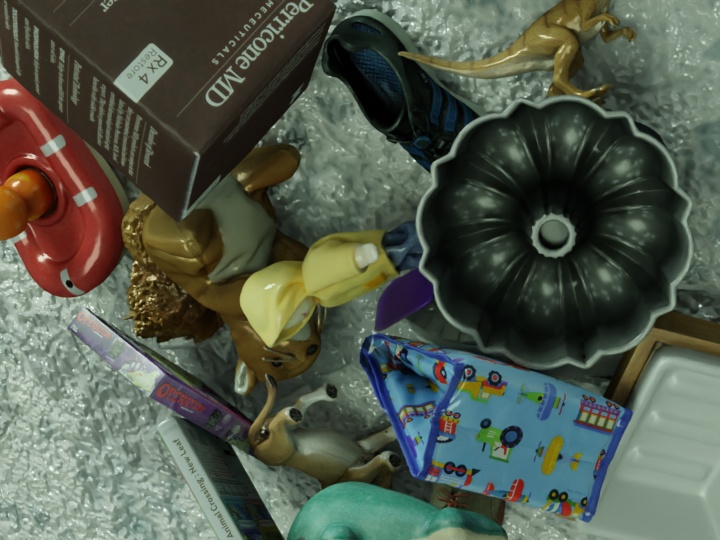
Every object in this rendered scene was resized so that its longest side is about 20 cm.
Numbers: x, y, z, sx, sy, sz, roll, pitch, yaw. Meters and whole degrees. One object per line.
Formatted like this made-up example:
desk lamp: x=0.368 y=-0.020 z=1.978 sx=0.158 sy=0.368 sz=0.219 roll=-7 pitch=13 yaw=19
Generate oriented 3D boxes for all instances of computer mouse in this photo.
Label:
computer mouse: x=0.220 y=-0.028 z=1.195 sx=0.058 sy=0.034 sz=0.202 roll=9 pitch=126 yaw=28

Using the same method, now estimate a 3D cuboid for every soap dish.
soap dish: x=0.255 y=0.126 z=1.197 sx=0.156 sy=0.082 sz=0.201 roll=13 pitch=125 yaw=-9

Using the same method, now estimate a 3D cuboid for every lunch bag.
lunch bag: x=0.091 y=0.098 z=1.191 sx=0.149 sy=0.200 sz=0.095 roll=17 pitch=100 yaw=-20

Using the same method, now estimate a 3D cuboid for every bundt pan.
bundt pan: x=0.141 y=-0.034 z=1.128 sx=0.199 sy=0.076 sz=0.204 roll=2 pitch=105 yaw=7

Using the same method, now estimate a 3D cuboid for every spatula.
spatula: x=0.100 y=0.002 z=1.251 sx=0.198 sy=0.057 sz=0.021 roll=-16 pitch=128 yaw=18

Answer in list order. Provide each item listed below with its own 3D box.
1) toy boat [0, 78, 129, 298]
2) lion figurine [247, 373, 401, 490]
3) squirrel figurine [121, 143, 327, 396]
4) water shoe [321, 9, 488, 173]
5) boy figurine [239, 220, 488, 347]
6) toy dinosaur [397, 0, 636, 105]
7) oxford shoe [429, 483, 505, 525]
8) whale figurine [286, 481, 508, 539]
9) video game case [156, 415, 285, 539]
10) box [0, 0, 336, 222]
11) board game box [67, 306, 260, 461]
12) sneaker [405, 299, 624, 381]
toy boat: x=-0.298 y=-0.063 z=1.373 sx=0.130 sy=0.131 sz=0.201 roll=-25 pitch=103 yaw=35
lion figurine: x=-0.037 y=0.163 z=1.372 sx=0.199 sy=0.073 sz=0.122 roll=35 pitch=133 yaw=-22
squirrel figurine: x=-0.116 y=0.010 z=1.340 sx=0.199 sy=0.142 sz=0.188 roll=-1 pitch=127 yaw=43
water shoe: x=0.045 y=-0.112 z=1.204 sx=0.200 sy=0.079 sz=0.071 roll=45 pitch=127 yaw=-2
boy figurine: x=0.000 y=0.000 z=1.213 sx=0.198 sy=0.124 sz=0.065 roll=-21 pitch=81 yaw=0
toy dinosaur: x=0.140 y=-0.166 z=1.150 sx=0.199 sy=0.060 sz=0.107 roll=-30 pitch=82 yaw=26
oxford shoe: x=0.096 y=0.179 z=1.336 sx=0.070 sy=0.075 sz=0.202 roll=12 pitch=120 yaw=21
whale figurine: x=0.026 y=0.220 z=1.288 sx=0.199 sy=0.158 sz=0.105 roll=-25 pitch=59 yaw=39
video game case: x=-0.105 y=0.215 z=1.348 sx=0.022 sy=0.200 sz=0.183 roll=-31 pitch=79 yaw=1
box: x=-0.153 y=-0.179 z=1.181 sx=0.200 sy=0.166 sz=0.164 roll=40 pitch=161 yaw=2
board game box: x=-0.161 y=0.104 z=1.356 sx=0.120 sy=0.200 sz=0.032 roll=39 pitch=88 yaw=35
sneaker: x=0.127 y=0.054 z=1.260 sx=0.198 sy=0.077 sz=0.081 roll=9 pitch=146 yaw=31
